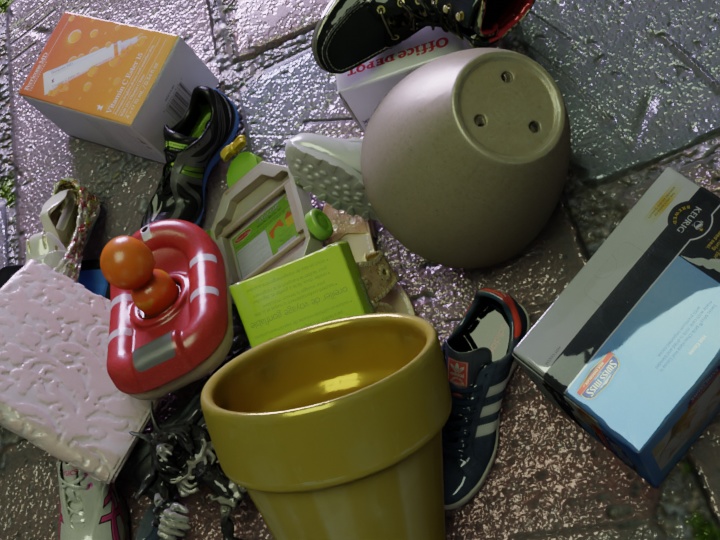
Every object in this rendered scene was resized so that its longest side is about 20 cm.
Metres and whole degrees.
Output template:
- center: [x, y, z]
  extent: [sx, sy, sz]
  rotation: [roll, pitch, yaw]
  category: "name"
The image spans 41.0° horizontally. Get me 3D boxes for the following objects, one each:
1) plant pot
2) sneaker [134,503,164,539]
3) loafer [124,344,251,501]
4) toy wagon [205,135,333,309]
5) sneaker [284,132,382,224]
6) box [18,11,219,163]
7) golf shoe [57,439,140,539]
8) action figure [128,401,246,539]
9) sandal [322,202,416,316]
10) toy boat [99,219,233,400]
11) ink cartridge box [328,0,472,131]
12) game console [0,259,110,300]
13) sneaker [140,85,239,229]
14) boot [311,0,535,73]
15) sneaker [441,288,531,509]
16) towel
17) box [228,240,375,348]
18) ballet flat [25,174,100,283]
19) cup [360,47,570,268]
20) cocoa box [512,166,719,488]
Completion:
- center: [-0.011, 0.159, 0.791]
  extent: [0.198, 0.201, 0.191]
  rotation: [-11, 105, 19]
  category: "plant pot"
- center: [-0.178, 0.323, 0.901]
  extent: [0.081, 0.070, 0.203]
  rotation: [0, 69, 6]
  category: "sneaker"
- center: [-0.146, 0.150, 0.963]
  extent: [0.070, 0.068, 0.201]
  rotation: [45, 87, -1]
  category: "loafer"
- center: [-0.106, -0.056, 1.027]
  extent: [0.154, 0.039, 0.202]
  rotation: [-35, 55, 26]
  category: "toy wagon"
- center: [0.022, -0.098, 0.958]
  extent: [0.198, 0.076, 0.081]
  rotation: [21, 69, -6]
  category: "sneaker"
- center: [-0.293, -0.223, 1.170]
  extent: [0.198, 0.097, 0.126]
  rotation: [18, 75, 30]
  category: "box"
- center: [-0.278, 0.222, 0.968]
  extent: [0.072, 0.092, 0.203]
  rotation: [-9, 66, 20]
  category: "golf shoe"
- center: [-0.131, 0.194, 0.874]
  extent: [0.199, 0.102, 0.119]
  rotation: [37, 80, 5]
  category: "action figure"
- center: [-0.005, 0.003, 0.955]
  extent: [0.077, 0.070, 0.214]
  rotation: [-25, 60, 12]
  category: "sandal"
- center: [-0.205, 0.017, 0.942]
  extent: [0.129, 0.131, 0.201]
  rotation: [-26, 38, 9]
  category: "toy boat"
- center: [0.045, -0.271, 1.049]
  extent: [0.145, 0.083, 0.203]
  rotation: [-15, 62, 16]
  category: "ink cartridge box"
- center: [-0.379, 0.061, 1.071]
  extent: [0.197, 0.172, 0.121]
  rotation: [-4, 97, 23]
  category: "game console"
- center: [-0.205, -0.120, 1.093]
  extent: [0.070, 0.083, 0.202]
  rotation: [13, 74, 29]
  category: "sneaker"
- center: [0.058, -0.245, 0.917]
  extent: [0.203, 0.074, 0.154]
  rotation: [-39, 40, -3]
  category: "boot"
- center: [0.091, 0.108, 0.856]
  extent: [0.074, 0.085, 0.202]
  rotation: [11, 73, 27]
  category: "sneaker"
- center: [-0.293, 0.095, 0.958]
  extent: [0.198, 0.032, 0.192]
  rotation: [29, 38, -5]
  category: "towel"
- center: [-0.033, 0.088, 0.907]
  extent: [0.121, 0.048, 0.203]
  rotation: [-21, 88, 15]
  category: "box"
- center: [-0.349, -0.032, 1.094]
  extent: [0.075, 0.064, 0.202]
  rotation: [-15, 42, 12]
  category: "ballet flat"
- center: [0.110, -0.118, 0.865]
  extent: [0.197, 0.143, 0.203]
  rotation: [3, 74, -11]
  category: "cup"
- center: [0.246, 0.049, 0.784]
  extent: [0.131, 0.133, 0.200]
  rotation: [39, 87, 32]
  category: "cocoa box"
